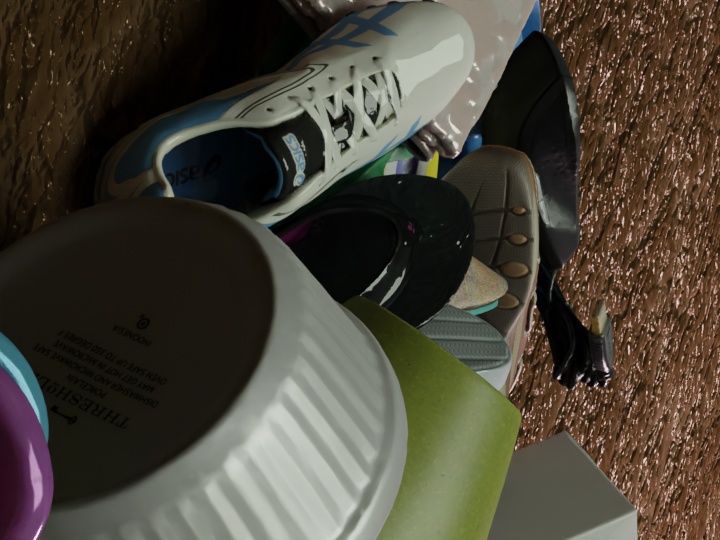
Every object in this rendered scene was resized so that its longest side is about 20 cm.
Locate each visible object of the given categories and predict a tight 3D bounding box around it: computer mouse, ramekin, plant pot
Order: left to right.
[{"bbox_3d":[-0.089,0.059,1.109,0.203,0.202,0.094,-64,145,-33],"label":"ramekin"},{"bbox_3d":[-0.023,0.118,1.238,0.200,0.187,0.187,-54,157,-6],"label":"plant pot"},{"bbox_3d":[0.102,-0.025,1.578,0.141,0.046,0.201,-113,-166,-45],"label":"computer mouse"}]

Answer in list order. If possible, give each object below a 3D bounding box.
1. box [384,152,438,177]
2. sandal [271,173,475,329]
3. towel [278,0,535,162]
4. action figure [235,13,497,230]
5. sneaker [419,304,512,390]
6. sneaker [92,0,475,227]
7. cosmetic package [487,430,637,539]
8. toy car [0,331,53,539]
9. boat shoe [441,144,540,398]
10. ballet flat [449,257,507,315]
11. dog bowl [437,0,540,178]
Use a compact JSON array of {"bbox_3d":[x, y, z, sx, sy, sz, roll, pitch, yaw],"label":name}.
[{"bbox_3d":[0.006,-0.070,1.502,0.117,0.048,0.201,-43,140,-59],"label":"box"},{"bbox_3d":[-0.024,0.005,1.283,0.200,0.048,0.076,-20,83,-29],"label":"sandal"},{"bbox_3d":[0.015,-0.182,1.353,0.200,0.032,0.191,46,55,-31],"label":"towel"},{"bbox_3d":[-0.026,-0.068,1.357,0.118,0.055,0.200,47,57,-12],"label":"action figure"},{"bbox_3d":[-0.026,0.054,1.342,0.073,0.199,0.071,-115,-148,-47],"label":"sneaker"},{"bbox_3d":[-0.024,-0.061,1.262,0.200,0.072,0.072,-29,118,-24],"label":"sneaker"},{"bbox_3d":[0.052,0.184,1.568,0.199,0.085,0.108,-21,131,-21],"label":"cosmetic package"},{"bbox_3d":[-0.176,0.061,0.919,0.200,0.149,0.176,-19,118,-68],"label":"toy car"},{"bbox_3d":[0.063,0.012,1.552,0.072,0.075,0.201,-57,162,-54],"label":"boat shoe"},{"bbox_3d":[0.000,0.000,1.419,0.200,0.068,0.068,-13,106,-43],"label":"ballet flat"},{"bbox_3d":[0.059,-0.077,1.639,0.111,0.049,0.201,-30,130,-64],"label":"dog bowl"}]
